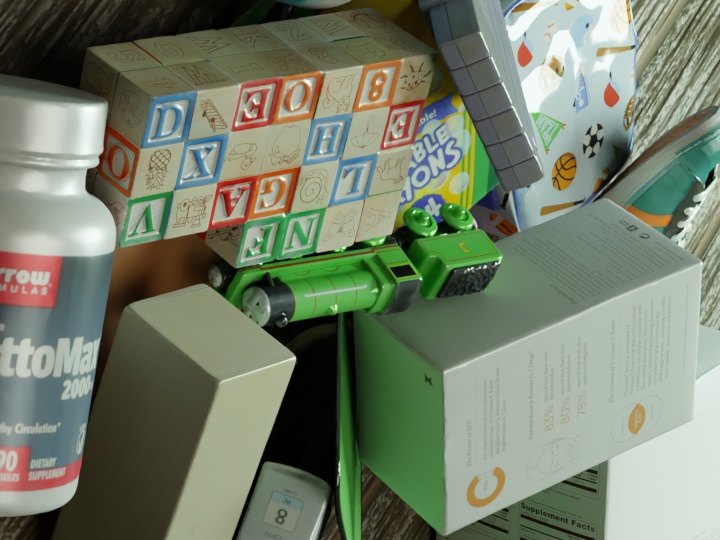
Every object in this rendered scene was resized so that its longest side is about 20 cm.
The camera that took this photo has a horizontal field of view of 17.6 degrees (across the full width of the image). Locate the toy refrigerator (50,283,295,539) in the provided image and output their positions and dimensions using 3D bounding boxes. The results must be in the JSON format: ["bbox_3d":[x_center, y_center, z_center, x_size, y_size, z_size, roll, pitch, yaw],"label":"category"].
[{"bbox_3d":[-0.107,0.114,1.264,0.070,0.076,0.201,-16,134,-48],"label":"toy refrigerator"}]

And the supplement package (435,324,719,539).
[{"bbox_3d":[0.163,0.151,1.625,0.191,0.147,0.201,-24,122,-46],"label":"supplement package"}]

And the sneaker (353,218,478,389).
[{"bbox_3d":[0.035,0.043,1.486,0.095,0.079,0.201,-24,121,-33],"label":"sneaker"}]

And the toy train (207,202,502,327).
[{"bbox_3d":[0.000,0.000,1.335,0.199,0.056,0.042,-11,143,-40],"label":"toy train"}]

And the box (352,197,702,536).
[{"bbox_3d":[0.104,0.057,1.437,0.199,0.097,0.125,-21,128,-27],"label":"box"}]

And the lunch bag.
[{"bbox_3d":[0.110,-0.124,1.510,0.160,0.075,0.201,-41,134,-33],"label":"lunch bag"}]

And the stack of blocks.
[{"bbox_3d":[-0.060,-0.066,1.227,0.199,0.059,0.116,-13,128,-42],"label":"stack of blocks"}]

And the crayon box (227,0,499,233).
[{"bbox_3d":[-0.002,-0.087,1.360,0.126,0.052,0.200,-41,137,-6],"label":"crayon box"}]

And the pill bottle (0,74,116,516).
[{"bbox_3d":[-0.183,0.009,1.134,0.119,0.119,0.201,-3,105,-52],"label":"pill bottle"}]

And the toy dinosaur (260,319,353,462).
[{"bbox_3d":[-0.066,0.087,1.384,0.200,0.047,0.088,-57,158,-23],"label":"toy dinosaur"}]

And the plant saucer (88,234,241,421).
[{"bbox_3d":[-0.124,0.000,1.279,0.200,0.037,0.201,-25,124,-46],"label":"plant saucer"}]

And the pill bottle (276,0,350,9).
[{"bbox_3d":[-0.071,-0.205,1.205,0.200,0.110,0.111,8,97,-53],"label":"pill bottle"}]

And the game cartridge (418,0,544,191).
[{"bbox_3d":[0.057,-0.157,1.334,0.130,0.038,0.201,55,18,-44],"label":"game cartridge"}]

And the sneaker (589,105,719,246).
[{"bbox_3d":[0.197,-0.030,1.569,0.200,0.080,0.071,-46,179,39],"label":"sneaker"}]

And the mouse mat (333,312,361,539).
[{"bbox_3d":[-0.007,0.121,1.400,0.200,0.007,0.161,86,3,-49],"label":"mouse mat"}]

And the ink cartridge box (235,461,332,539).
[{"bbox_3d":[-0.069,0.218,1.357,0.160,0.047,0.201,100,9,-79],"label":"ink cartridge box"}]
